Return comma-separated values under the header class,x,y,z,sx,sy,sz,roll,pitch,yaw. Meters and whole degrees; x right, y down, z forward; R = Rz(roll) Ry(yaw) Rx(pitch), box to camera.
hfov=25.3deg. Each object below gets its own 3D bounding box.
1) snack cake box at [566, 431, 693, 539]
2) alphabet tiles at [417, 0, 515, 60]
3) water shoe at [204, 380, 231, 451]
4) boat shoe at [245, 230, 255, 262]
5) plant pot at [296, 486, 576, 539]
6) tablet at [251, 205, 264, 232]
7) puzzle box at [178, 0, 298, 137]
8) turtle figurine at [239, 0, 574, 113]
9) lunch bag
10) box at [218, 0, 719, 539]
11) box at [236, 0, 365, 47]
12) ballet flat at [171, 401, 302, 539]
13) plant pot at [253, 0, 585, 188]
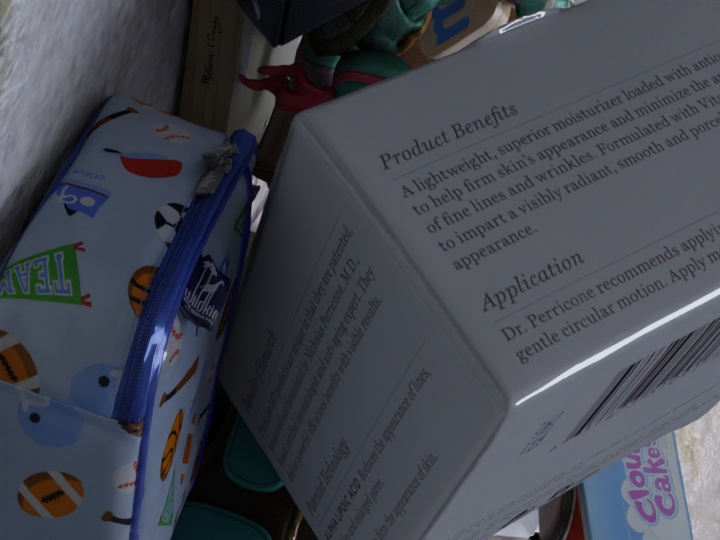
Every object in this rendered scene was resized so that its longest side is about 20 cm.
class,x,y,z,sx,sy,sz,roll,pitch,yaw
snack cake box,0.110,0.083,0.871,0.115,0.067,0.201,-35,-123,57
alphabet tiles,0.055,-0.203,0.786,0.195,0.015,0.201,-30,-124,33
water shoe,-0.116,0.120,0.760,0.079,0.071,0.201,6,-95,60
boat shoe,-0.069,0.069,1.011,0.072,0.066,0.201,-64,171,-61
plant pot,0.007,0.116,0.830,0.200,0.187,0.187,-15,-133,49
tablet,-0.060,-0.017,1.138,0.200,0.014,0.130,-66,172,-60
puzzle box,-0.046,-0.140,0.735,0.133,0.025,0.200,-66,173,-49
turtle figurine,0.022,-0.126,0.714,0.101,0.149,0.201,33,57,-48
lunch bag,-0.090,0.038,0.600,0.160,0.075,0.200,-70,176,-55
box,0.068,0.007,0.641,0.199,0.131,0.200,-24,159,-26
box,0.044,-0.181,0.602,0.200,0.051,0.158,-31,167,-20
ballet flat,-0.055,0.114,0.719,0.072,0.068,0.200,80,32,-56
plant pot,0.043,-0.113,0.965,0.200,0.200,0.199,69,46,-83
